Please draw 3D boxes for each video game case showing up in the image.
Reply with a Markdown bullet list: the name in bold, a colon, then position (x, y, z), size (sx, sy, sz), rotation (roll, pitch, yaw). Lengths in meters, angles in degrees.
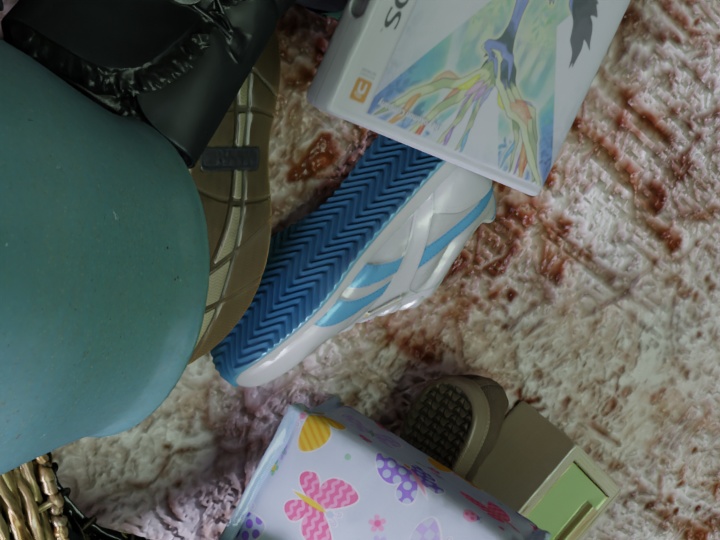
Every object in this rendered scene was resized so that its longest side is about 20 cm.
- **video game case**: position (0.075, -0.145, 0.799), size (0.199, 0.022, 0.184), rotation (15, 102, -51)

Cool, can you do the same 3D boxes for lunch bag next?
- **lunch bag**: position (-0.009, 0.201, 0.906), size (0.201, 0.169, 0.127), rotation (-61, 166, 4)

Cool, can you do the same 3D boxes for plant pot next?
- **plant pot**: position (-0.167, -0.005, 0.571), size (0.187, 0.199, 0.202), rotation (6, 112, -50)

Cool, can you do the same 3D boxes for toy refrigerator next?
- **toy refrigerator**: position (0.084, 0.197, 1.048), size (0.200, 0.070, 0.076), rotation (-49, 132, -4)

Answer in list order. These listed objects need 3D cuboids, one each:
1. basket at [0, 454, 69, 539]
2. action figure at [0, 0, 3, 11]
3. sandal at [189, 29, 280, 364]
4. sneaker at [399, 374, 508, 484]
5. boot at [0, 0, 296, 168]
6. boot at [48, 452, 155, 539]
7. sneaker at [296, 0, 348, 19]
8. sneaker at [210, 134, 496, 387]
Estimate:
- **basket**: position (-0.236, 0.112, 0.714), size (0.142, 0.148, 0.202), rotation (-32, 110, -38)
- **action figure**: position (-0.229, -0.131, 0.620), size (0.198, 0.105, 0.194), rotation (-19, 134, 4)
- **sandal**: position (-0.088, -0.047, 0.804), size (0.080, 0.054, 0.202), rotation (2, 99, -44)
- **sneaker**: position (0.039, 0.157, 0.995), size (0.075, 0.070, 0.201), rotation (3, 123, -57)
- **boot**: position (-0.102, -0.162, 0.662), size (0.200, 0.076, 0.169), rotation (46, 71, -25)
- **boot**: position (-0.154, 0.134, 0.804), size (0.201, 0.074, 0.155), rotation (-4, 118, -1)
- **sneaker**: position (0.015, -0.142, 0.808), size (0.198, 0.074, 0.088), rotation (-12, 126, -31)
- **sneaker**: position (0.000, 0.000, 0.874), size (0.200, 0.076, 0.081), rotation (-43, 133, -6)
